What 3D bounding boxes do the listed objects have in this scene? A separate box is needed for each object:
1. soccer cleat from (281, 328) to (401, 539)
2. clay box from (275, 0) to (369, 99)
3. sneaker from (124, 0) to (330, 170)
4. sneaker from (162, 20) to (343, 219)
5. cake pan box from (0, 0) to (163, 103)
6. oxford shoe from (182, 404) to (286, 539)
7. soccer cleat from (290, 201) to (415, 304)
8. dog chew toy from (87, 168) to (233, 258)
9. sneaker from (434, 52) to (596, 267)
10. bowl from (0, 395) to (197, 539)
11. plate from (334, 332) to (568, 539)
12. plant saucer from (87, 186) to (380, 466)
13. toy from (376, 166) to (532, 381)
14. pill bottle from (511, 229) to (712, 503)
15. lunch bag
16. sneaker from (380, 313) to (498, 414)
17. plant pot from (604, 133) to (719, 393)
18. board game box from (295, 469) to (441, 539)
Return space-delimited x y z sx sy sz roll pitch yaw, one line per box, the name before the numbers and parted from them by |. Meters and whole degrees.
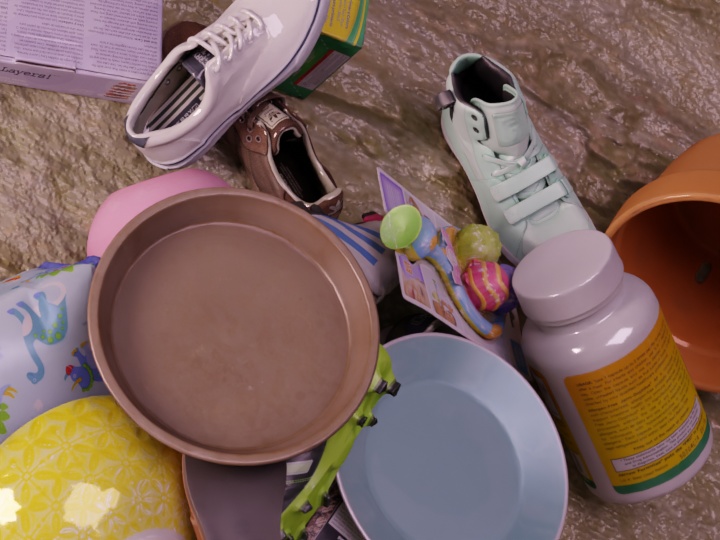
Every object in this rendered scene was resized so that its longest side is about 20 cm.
soccer cleat | -0.052 0.127 1.523 0.081 0.067 0.201 33 90 19
clay box | -0.027 -0.251 1.747 0.047 0.115 0.202 18 66 -20
sneaker | -0.097 -0.158 1.637 0.073 0.071 0.200 40 95 20
sneaker | -0.077 -0.119 1.699 0.070 0.075 0.201 -39 92 -31
cake pan box | -0.246 -0.231 1.669 0.198 0.052 0.186 6 68 -25
oxford shoe | -0.085 0.170 1.458 0.071 0.071 0.202 -1 66 -17
soccer cleat | 0.000 0.000 1.674 0.199 0.070 0.087 1 59 -50
dog chew toy | -0.119 0.033 1.566 0.124 0.124 0.202 -17 91 -30
sneaker | 0.123 -0.080 1.734 0.073 0.118 0.201 -32 70 -8
bowl | -0.169 0.195 1.465 0.199 0.202 0.107 -25 40 -31
plate | 0.063 0.143 1.600 0.199 0.026 0.202 12 65 -26
plant saucer | -0.085 0.039 1.467 0.198 0.030 0.202 6 63 -13
toy | 0.087 -0.001 1.687 0.200 0.047 0.116 30 41 -49
pill bottle | 0.192 0.073 1.704 0.113 0.112 0.201 -46 123 -31
lunch bag | -0.231 0.113 1.523 0.169 0.127 0.202 -25 102 -30
sneaker | 0.079 0.123 1.685 0.067 0.090 0.201 -25 85 -31
plant pot | 0.304 -0.020 1.799 0.200 0.200 0.140 40 44 -9
board game box | -0.018 0.272 1.582 0.159 0.097 0.200 42 60 -8
